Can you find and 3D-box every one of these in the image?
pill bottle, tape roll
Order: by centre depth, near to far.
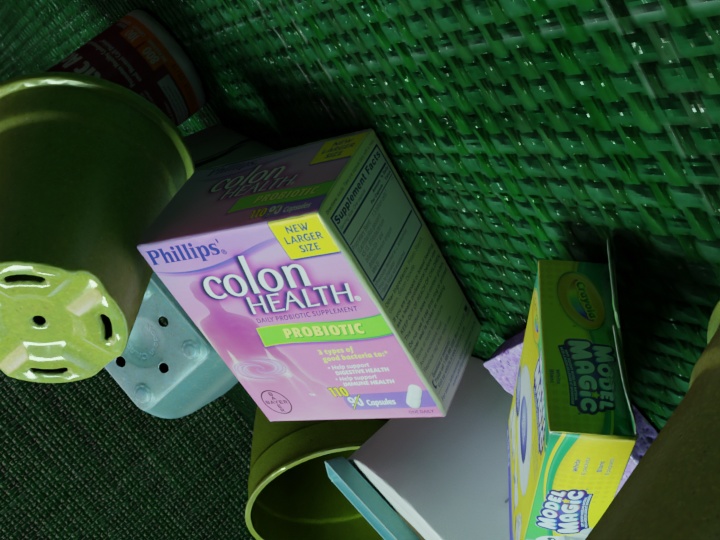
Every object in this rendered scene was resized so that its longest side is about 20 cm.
[{"bbox_3d":[0.104,0.194,0.832,0.203,0.139,0.203,45,165,16],"label":"tape roll"},{"bbox_3d":[-0.257,-0.147,0.912,0.114,0.200,0.114,44,164,16],"label":"pill bottle"}]

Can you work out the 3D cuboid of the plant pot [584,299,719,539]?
[{"bbox_3d":[0.176,0.134,0.403,0.200,0.184,0.200,45,165,16],"label":"plant pot"}]

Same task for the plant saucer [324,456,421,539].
[{"bbox_3d":[0.043,0.234,0.799,0.200,0.019,0.070,44,164,18],"label":"plant saucer"}]

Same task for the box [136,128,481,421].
[{"bbox_3d":[-0.034,0.014,0.731,0.175,0.097,0.200,-7,127,35],"label":"box"}]

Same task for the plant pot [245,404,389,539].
[{"bbox_3d":[-0.033,0.170,1.031,0.201,0.200,0.193,65,-173,-45],"label":"plant pot"}]

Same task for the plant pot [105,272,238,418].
[{"bbox_3d":[-0.199,0.051,1.083,0.196,0.196,0.200,49,-159,0],"label":"plant pot"}]

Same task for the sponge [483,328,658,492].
[{"bbox_3d":[0.174,0.124,0.676,0.200,0.030,0.112,49,164,3],"label":"sponge"}]

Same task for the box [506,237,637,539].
[{"bbox_3d":[0.115,0.085,0.542,0.048,0.118,0.200,4,138,2],"label":"box"}]

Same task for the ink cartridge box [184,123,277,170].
[{"bbox_3d":[-0.108,-0.043,0.911,0.200,0.084,0.145,30,141,50],"label":"ink cartridge box"}]

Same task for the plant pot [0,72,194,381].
[{"bbox_3d":[-0.239,-0.022,0.760,0.185,0.200,0.201,-94,-17,-46],"label":"plant pot"}]
